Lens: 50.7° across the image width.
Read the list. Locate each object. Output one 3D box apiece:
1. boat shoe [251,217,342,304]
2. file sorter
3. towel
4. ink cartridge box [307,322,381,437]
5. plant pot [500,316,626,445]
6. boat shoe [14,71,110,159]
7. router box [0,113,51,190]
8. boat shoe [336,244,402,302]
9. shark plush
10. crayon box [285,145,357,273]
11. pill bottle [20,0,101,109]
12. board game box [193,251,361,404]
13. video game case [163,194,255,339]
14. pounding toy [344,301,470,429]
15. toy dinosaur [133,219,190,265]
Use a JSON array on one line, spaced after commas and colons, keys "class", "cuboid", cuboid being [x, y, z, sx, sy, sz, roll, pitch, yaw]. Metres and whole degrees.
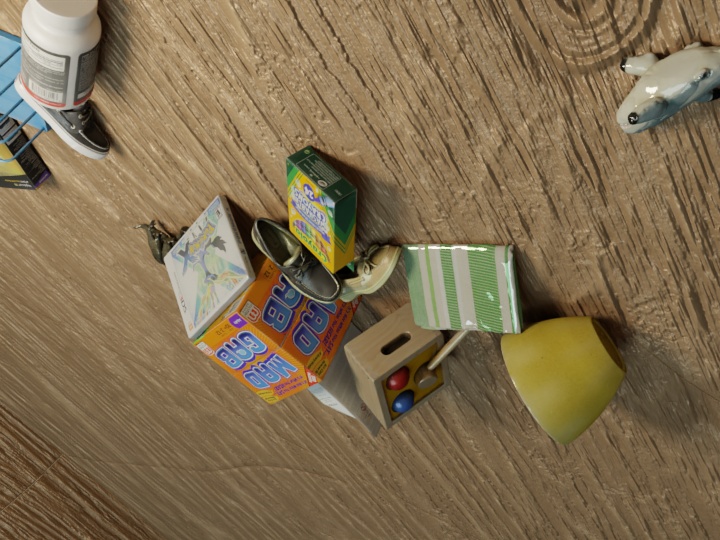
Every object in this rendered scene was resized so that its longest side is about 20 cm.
[{"class": "boat shoe", "cuboid": [-0.115, -0.017, 1.325, 0.200, 0.072, 0.066, 43, 177, 5]}, {"class": "file sorter", "cuboid": [-0.664, -0.315, 1.352, 0.136, 0.124, 0.202, 21, 143, 8]}, {"class": "towel", "cuboid": [0.168, 0.029, 1.256, 0.197, 0.023, 0.156, 1, 109, 34]}, {"class": "ink cartridge box", "cuboid": [-0.016, 0.214, 1.524, 0.047, 0.162, 0.200, -18, 125, 43]}, {"class": "plant pot", "cuboid": [0.340, 0.155, 1.222, 0.141, 0.201, 0.200, -36, 114, 23]}, {"class": "boat shoe", "cuboid": [-0.512, -0.283, 1.344, 0.065, 0.071, 0.200, -26, 123, 26]}, {"class": "router box", "cuboid": [-0.754, -0.245, 1.553, 0.196, 0.053, 0.159, 6, 139, 27]}, {"class": "boat shoe", "cuboid": [0.001, -0.002, 1.335, 0.063, 0.074, 0.200, 34, 151, -17]}, {"class": "shark plush", "cuboid": [0.382, -0.220, 0.861, 0.198, 0.092, 0.083, -30, 138, 27]}, {"class": "crayon box", "cuboid": [-0.064, -0.087, 1.250, 0.126, 0.051, 0.202, 43, 152, 28]}, {"class": "pill bottle", "cuboid": [-0.464, -0.355, 1.178, 0.115, 0.117, 0.200, 32, 143, -6]}, {"class": "board game box", "cuboid": [-0.156, 0.095, 1.440, 0.199, 0.202, 0.199, 39, 142, -16]}, {"class": "video game case", "cuboid": [-0.283, -0.005, 1.401, 0.022, 0.185, 0.200, 7, 140, -48]}, {"class": "pounding toy", "cuboid": [0.096, 0.166, 1.385, 0.142, 0.198, 0.186, 45, 160, 41]}, {"class": "toy dinosaur", "cuboid": [-0.388, -0.041, 1.538, 0.196, 0.077, 0.104, 11, 127, 16]}]
